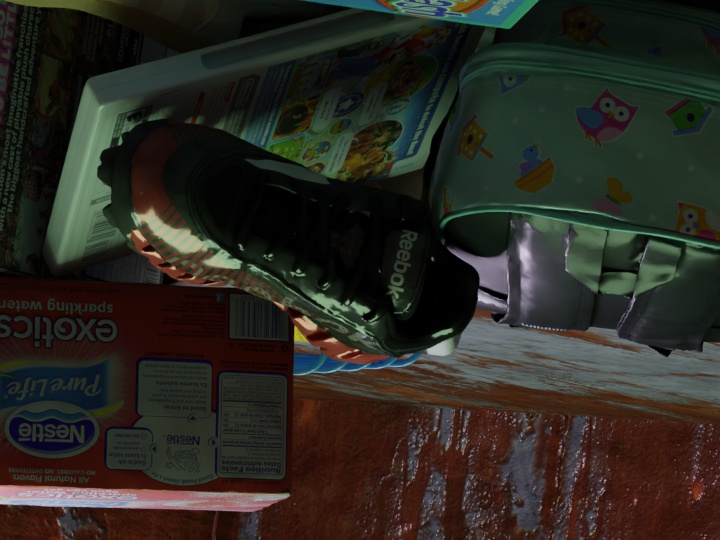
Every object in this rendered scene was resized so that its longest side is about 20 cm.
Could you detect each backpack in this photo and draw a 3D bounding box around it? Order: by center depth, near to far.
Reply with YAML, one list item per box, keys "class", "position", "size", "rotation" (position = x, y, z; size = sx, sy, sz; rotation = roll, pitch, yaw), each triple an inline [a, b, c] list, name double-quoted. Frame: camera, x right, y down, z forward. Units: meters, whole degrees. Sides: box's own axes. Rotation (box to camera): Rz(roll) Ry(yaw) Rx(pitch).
- class: "backpack"
  position: [0.119, -0.046, 1.356]
  size: [0.175, 0.154, 0.200]
  rotation: [12, 175, 3]

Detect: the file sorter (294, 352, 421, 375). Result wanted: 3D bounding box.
- class: "file sorter"
  position: [-0.044, 0.004, 1.987]
  size: [0.139, 0.123, 0.200]
  rotation: [4, -178, 21]

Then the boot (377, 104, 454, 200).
- class: "boot"
  position: [0.074, -0.039, 1.601]
  size: [0.166, 0.072, 0.200]
  rotation: [33, -169, 7]

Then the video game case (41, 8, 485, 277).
- class: "video game case"
  position: [-0.043, -0.066, 1.348]
  size: [0.200, 0.018, 0.143]
  rotation: [-17, 154, -24]

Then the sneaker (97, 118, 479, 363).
- class: "sneaker"
  position: [-0.023, -0.014, 1.291]
  size: [0.098, 0.071, 0.200]
  rotation: [1, 159, 46]

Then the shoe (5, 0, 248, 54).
- class: "shoe"
  position: [-0.127, -0.143, 1.273]
  size: [0.200, 0.053, 0.070]
  rotation: [18, -160, -41]

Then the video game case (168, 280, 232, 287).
- class: "video game case"
  position: [-0.159, 0.057, 1.554]
  size: [0.200, 0.023, 0.182]
  rotation: [-30, 178, -21]

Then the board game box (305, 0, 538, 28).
- class: "board game box"
  position: [-0.021, -0.141, 1.159]
  size: [0.200, 0.045, 0.152]
  rotation: [7, 173, -6]

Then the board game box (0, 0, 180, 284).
- class: "board game box"
  position: [-0.176, -0.074, 1.409]
  size: [0.097, 0.160, 0.200]
  rotation: [4, 172, 28]

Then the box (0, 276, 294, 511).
- class: "box"
  position: [-0.136, 0.060, 1.387]
  size: [0.200, 0.100, 0.095]
  rotation: [2, 170, -13]

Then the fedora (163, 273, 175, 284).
- class: "fedora"
  position: [-0.178, 0.004, 1.632]
  size: [0.200, 0.092, 0.201]
  rotation: [-29, 178, -1]

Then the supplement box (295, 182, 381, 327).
- class: "supplement box"
  position: [-0.046, -0.045, 1.499]
  size: [0.069, 0.067, 0.200]
  rotation: [17, -158, -44]

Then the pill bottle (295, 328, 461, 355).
- class: "pill bottle"
  position: [-0.035, -0.012, 1.809]
  size: [0.200, 0.115, 0.114]
  rotation: [5, 173, 7]
